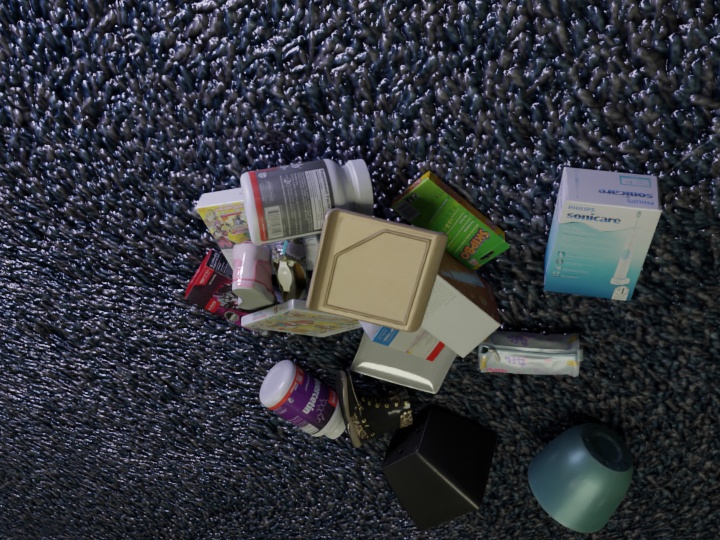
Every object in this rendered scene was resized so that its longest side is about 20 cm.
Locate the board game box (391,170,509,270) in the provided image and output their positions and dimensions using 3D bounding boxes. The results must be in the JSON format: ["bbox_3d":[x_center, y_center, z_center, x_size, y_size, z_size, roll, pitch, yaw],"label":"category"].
[{"bbox_3d":[0.156,-0.080,1.265,0.199,0.030,0.095,38,133,-20],"label":"board game box"}]

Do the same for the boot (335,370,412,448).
[{"bbox_3d":[0.031,0.285,1.617,0.148,0.073,0.203,-16,117,-8],"label":"boot"}]

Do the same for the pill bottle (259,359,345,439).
[{"bbox_3d":[-0.120,0.293,1.659,0.199,0.113,0.112,37,132,-24],"label":"pill bottle"}]

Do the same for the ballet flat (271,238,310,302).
[{"bbox_3d":[-0.126,0.022,1.349,0.071,0.073,0.202,4,140,10],"label":"ballet flat"}]

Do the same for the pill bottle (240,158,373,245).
[{"bbox_3d":[-0.085,-0.114,1.188,0.197,0.117,0.117,-11,138,-10],"label":"pill bottle"}]

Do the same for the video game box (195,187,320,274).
[{"bbox_3d":[-0.170,-0.071,1.343,0.197,0.047,0.183,-6,136,19],"label":"video game box"}]

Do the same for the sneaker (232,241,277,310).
[{"bbox_3d":[-0.190,0.009,1.356,0.074,0.106,0.200,0,164,0],"label":"sneaker"}]

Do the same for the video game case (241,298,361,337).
[{"bbox_3d":[-0.097,0.094,1.413,0.198,0.023,0.181,12,160,-37],"label":"video game case"}]

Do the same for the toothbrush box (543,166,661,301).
[{"bbox_3d":[0.379,-0.055,1.189,0.144,0.086,0.202,6,137,9],"label":"toothbrush box"}]

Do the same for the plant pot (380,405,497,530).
[{"bbox_3d":[0.164,0.431,1.682,0.177,0.201,0.199,40,132,-12],"label":"plant pot"}]

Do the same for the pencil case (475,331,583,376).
[{"bbox_3d":[0.322,0.157,1.425,0.197,0.084,0.091,2,158,11],"label":"pencil case"}]

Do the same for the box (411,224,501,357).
[{"bbox_3d":[0.136,0.034,1.294,0.199,0.125,0.097,37,116,-20],"label":"box"}]

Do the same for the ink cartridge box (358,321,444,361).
[{"bbox_3d":[0.084,0.094,1.351,0.198,0.116,0.068,23,110,-38],"label":"ink cartridge box"}]

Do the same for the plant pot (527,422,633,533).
[{"bbox_3d":[0.484,0.426,1.590,0.198,0.202,0.162,21,125,-8],"label":"plant pot"}]

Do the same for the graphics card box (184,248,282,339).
[{"bbox_3d":[-0.238,0.051,1.483,0.198,0.051,0.126,28,134,-16],"label":"graphics card box"}]

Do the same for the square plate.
[{"bbox_3d":[0.092,0.169,1.538,0.195,0.029,0.201,16,137,-2],"label":"square plate"}]

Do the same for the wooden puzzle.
[{"bbox_3d":[0.024,0.000,1.191,0.197,0.037,0.187,11,119,-7],"label":"wooden puzzle"}]
